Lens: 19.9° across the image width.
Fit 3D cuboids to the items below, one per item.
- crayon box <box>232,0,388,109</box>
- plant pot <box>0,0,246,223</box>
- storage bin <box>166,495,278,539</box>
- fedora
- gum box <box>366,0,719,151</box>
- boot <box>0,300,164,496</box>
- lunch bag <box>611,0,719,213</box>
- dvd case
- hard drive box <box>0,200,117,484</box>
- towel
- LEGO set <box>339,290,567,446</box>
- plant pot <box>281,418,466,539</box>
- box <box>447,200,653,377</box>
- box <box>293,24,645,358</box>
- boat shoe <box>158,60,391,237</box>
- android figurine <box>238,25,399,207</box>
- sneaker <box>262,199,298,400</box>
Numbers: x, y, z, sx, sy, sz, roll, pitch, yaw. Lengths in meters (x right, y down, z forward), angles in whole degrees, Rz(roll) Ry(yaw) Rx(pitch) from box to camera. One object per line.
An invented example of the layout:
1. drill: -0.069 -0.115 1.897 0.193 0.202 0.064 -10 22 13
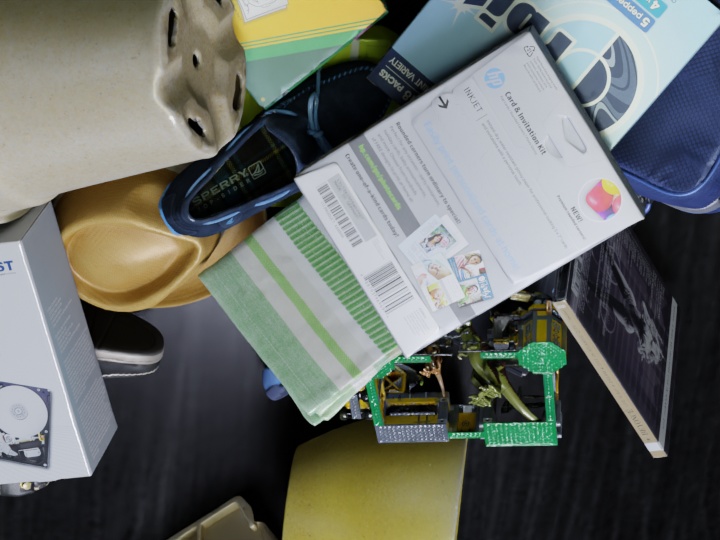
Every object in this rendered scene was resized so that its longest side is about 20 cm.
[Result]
1. crayon box: -0.085 -0.234 1.486 0.118 0.058 0.200 -37 104 9
2. plant pot: -0.187 -0.138 1.430 0.182 0.201 0.202 -3 122 23
3. storage bin: -0.114 0.328 1.790 0.198 0.094 0.200 -33 118 9
4. fedora: -0.173 -0.028 1.574 0.199 0.082 0.202 2 127 3
5. gum box: 0.132 -0.162 1.463 0.170 0.045 0.200 39 105 -3
6. boot: -0.259 0.104 1.656 0.198 0.073 0.152 3 117 -4
7. lunch bag: 0.246 -0.135 1.541 0.135 0.132 0.201 30 98 23
8. dvd case: 0.202 0.028 1.596 0.016 0.150 0.200 -12 135 28
9. hard drive box: -0.288 0.058 1.551 0.155 0.077 0.201 -7 114 15
10. towel: 0.000 0.000 1.540 0.200 0.153 0.023 -38 160 -4
11. LEGO set: 0.081 0.055 1.604 0.198 0.116 0.154 -8 135 14
12. plant pot: 0.011 0.204 1.697 0.141 0.200 0.202 6 118 3
13. box: 0.120 -0.030 1.657 0.160 0.049 0.201 28 112 -20
14. box: 0.077 -0.055 1.454 0.199 0.041 0.157 -31 98 15
15. boat shoe: -0.053 -0.082 1.513 0.200 0.069 0.084 -41 103 -11
16. android figurine: -0.035 -0.130 1.583 0.198 0.041 0.183 0 117 -6
17. sneaker: -0.045 0.023 1.646 0.082 0.074 0.201 39 134 16
